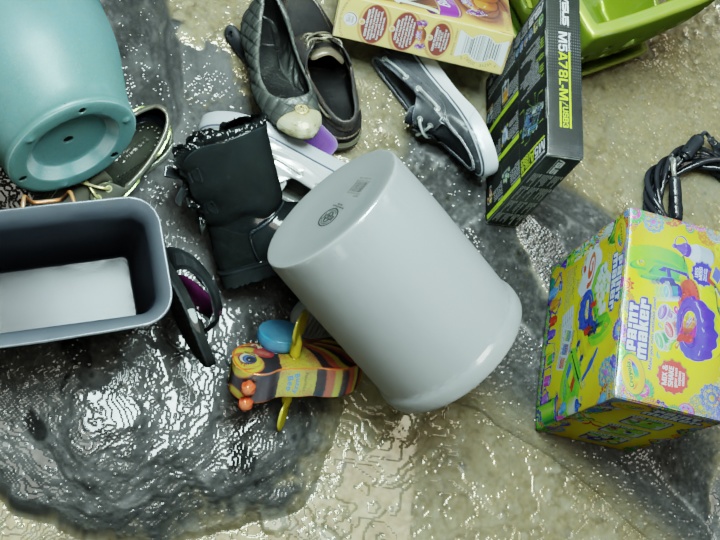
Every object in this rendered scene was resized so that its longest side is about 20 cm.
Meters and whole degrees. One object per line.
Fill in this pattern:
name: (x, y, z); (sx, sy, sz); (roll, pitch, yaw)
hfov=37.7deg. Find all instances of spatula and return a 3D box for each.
spatula: (-0.098, -0.201, 1.196); (0.021, 0.057, 0.200); (-14, 65, -53)

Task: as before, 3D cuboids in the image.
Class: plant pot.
plant pot: (0.270, -0.341, 1.259); (0.198, 0.182, 0.201); (-21, 78, -20)
plant pot: (-0.318, -0.189, 1.029); (0.199, 0.200, 0.188); (-27, 71, -21)

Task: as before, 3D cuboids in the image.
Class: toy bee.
toy bee: (-0.090, 0.108, 1.058); (0.199, 0.109, 0.132); (-12, 119, 0)

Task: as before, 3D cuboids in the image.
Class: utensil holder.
utensil holder: (0.031, 0.010, 1.016); (0.200, 0.170, 0.170); (47, 65, -23)

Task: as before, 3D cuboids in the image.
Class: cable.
cable: (0.439, -0.066, 1.283); (0.163, 0.051, 0.200); (-37, 85, -22)

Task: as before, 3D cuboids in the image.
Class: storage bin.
storage bin: (-0.294, 0.007, 1.020); (0.199, 0.134, 0.146); (-8, 78, -18)

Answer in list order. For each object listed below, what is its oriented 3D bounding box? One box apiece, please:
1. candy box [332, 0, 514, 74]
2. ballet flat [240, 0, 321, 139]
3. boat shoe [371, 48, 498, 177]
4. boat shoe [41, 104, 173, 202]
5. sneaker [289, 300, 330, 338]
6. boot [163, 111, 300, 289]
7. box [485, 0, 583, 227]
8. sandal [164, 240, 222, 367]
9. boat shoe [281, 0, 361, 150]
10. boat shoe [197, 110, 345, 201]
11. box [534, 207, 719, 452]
candy box: (0.072, -0.294, 1.212); (0.199, 0.057, 0.117); (10, 37, -5)
ballet flat: (-0.090, -0.223, 1.149); (0.066, 0.057, 0.201); (-8, 58, -25)
boat shoe: (0.083, -0.182, 1.217); (0.068, 0.072, 0.201); (-28, 75, -15)
boat shoe: (-0.271, -0.098, 1.102); (0.072, 0.060, 0.202); (40, 67, 1)
sneaker: (0.000, 0.000, 1.148); (0.199, 0.074, 0.082); (-30, 52, -17)
boot: (-0.090, -0.083, 1.091); (0.197, 0.073, 0.163); (-18, 107, 0)
box: (0.189, -0.173, 1.172); (0.047, 0.200, 0.194); (4, 70, -11)
sandal: (-0.173, 0.009, 1.049); (0.048, 0.076, 0.201); (-20, 51, -14)
boat shoe: (-0.039, -0.238, 1.202); (0.074, 0.073, 0.201); (-17, 78, -20)
boat shoe: (-0.088, -0.108, 1.147); (0.199, 0.074, 0.066); (22, 64, -6)
box: (0.286, 0.070, 1.122); (0.121, 0.193, 0.201); (14, 70, -10)
